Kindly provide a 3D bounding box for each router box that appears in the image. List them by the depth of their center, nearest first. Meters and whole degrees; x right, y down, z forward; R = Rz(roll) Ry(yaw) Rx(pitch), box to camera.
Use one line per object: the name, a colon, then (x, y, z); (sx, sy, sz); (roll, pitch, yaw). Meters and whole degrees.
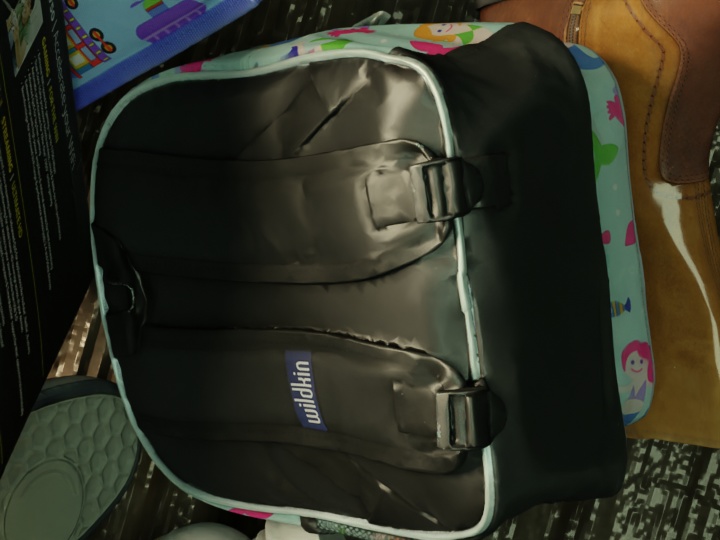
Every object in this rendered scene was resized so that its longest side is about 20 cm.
router box: (-0.140, -0.022, 0.785); (0.051, 0.150, 0.201); (9, 135, 10)

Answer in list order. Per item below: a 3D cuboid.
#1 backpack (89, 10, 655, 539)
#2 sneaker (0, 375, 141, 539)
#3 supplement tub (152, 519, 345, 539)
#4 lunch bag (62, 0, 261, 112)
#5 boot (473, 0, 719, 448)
backpack: (0.000, 0.000, 0.841); (0.199, 0.150, 0.179); (-2, 99, 41)
sneaker: (-0.195, 0.080, 0.899); (0.202, 0.146, 0.077); (-29, 124, -36)
supplement tub: (-0.083, 0.180, 0.875); (0.199, 0.145, 0.146); (-23, 96, 3)
lunch bag: (-0.139, -0.129, 0.862); (0.199, 0.094, 0.151); (-28, 107, 28)
boot: (0.120, -0.033, 0.850); (0.188, 0.068, 0.201); (-1, 97, 34)
